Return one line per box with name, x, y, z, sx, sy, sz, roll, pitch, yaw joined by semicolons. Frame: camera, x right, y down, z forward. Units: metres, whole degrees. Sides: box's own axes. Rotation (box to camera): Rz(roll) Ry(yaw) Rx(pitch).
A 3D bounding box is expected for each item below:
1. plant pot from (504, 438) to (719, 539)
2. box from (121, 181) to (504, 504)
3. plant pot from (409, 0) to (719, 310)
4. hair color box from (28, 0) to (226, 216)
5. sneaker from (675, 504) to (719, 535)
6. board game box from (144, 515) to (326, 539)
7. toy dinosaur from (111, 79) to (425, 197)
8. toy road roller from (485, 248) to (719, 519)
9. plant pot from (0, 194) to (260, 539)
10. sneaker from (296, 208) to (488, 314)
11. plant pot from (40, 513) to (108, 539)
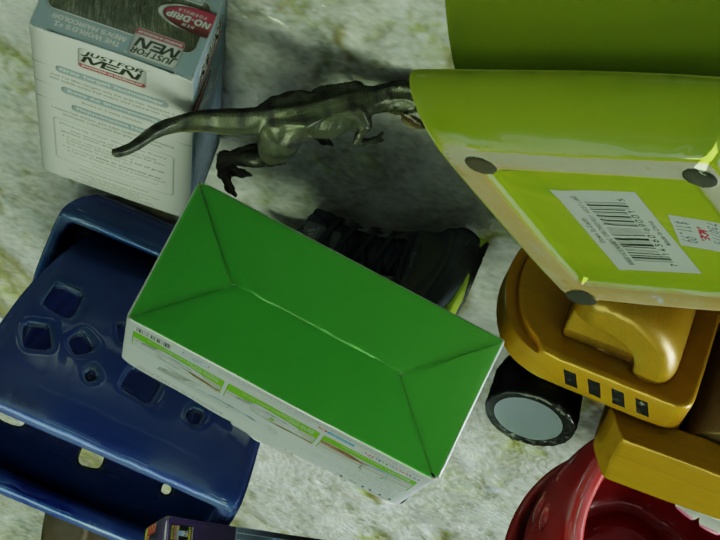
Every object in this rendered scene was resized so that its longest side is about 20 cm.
plant pot;0.197;0.198;1.862;0.200;0.201;0.182;26;164;-13
box;-0.034;0.050;1.638;0.200;0.097;0.176;28;169;0
plant pot;0.146;-0.092;1.244;0.199;0.182;0.200;5;154;34
hair color box;-0.135;-0.107;1.623;0.099;0.061;0.200;19;159;3
sneaker;0.280;0.126;1.731;0.200;0.088;0.081;12;-165;12
board game box;-0.065;0.271;1.813;0.165;0.200;0.057;10;163;-20
toy dinosaur;-0.045;-0.079;1.572;0.200;0.048;0.088;-10;169;-9
toy road roller;0.176;0.043;1.619;0.200;0.123;0.146;22;147;0
plant pot;-0.158;0.071;1.899;0.200;0.180;0.200;22;158;-5
sneaker;0.000;0.000;1.741;0.081;0.074;0.200;38;151;-29
plant pot;-0.209;0.317;2.546;0.173;0.200;0.200;5;158;-3
